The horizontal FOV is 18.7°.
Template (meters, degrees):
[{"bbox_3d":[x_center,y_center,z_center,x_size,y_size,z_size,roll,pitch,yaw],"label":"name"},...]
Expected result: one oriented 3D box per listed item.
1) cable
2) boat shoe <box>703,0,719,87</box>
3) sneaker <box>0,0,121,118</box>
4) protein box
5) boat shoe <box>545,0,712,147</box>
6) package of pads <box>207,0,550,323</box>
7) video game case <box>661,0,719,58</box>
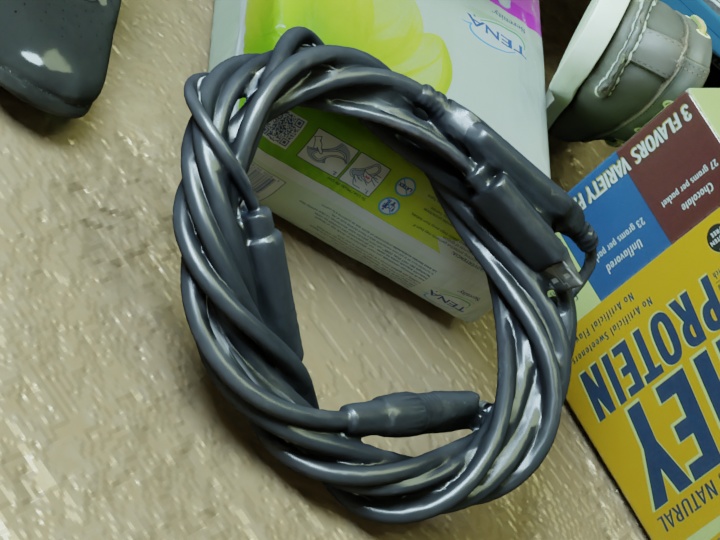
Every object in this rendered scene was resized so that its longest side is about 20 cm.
[{"bbox_3d":[0.000,0.000,0.837,0.200,0.051,0.163,39,67,-23],"label":"cable"},{"bbox_3d":[0.233,-0.083,1.215,0.200,0.072,0.068,43,31,-3],"label":"boat shoe"},{"bbox_3d":[-0.119,-0.153,0.874,0.074,0.088,0.200,23,42,-35],"label":"sneaker"},{"bbox_3d":[0.203,0.035,1.002,0.198,0.135,0.200,-6,60,-52],"label":"protein box"},{"bbox_3d":[0.124,-0.090,1.033,0.060,0.072,0.202,27,-2,3],"label":"boat shoe"},{"bbox_3d":[0.011,-0.086,0.970,0.154,0.068,0.200,29,38,-24],"label":"package of pads"},{"bbox_3d":[0.114,-0.202,1.172,0.143,0.018,0.200,32,17,-42],"label":"video game case"}]
